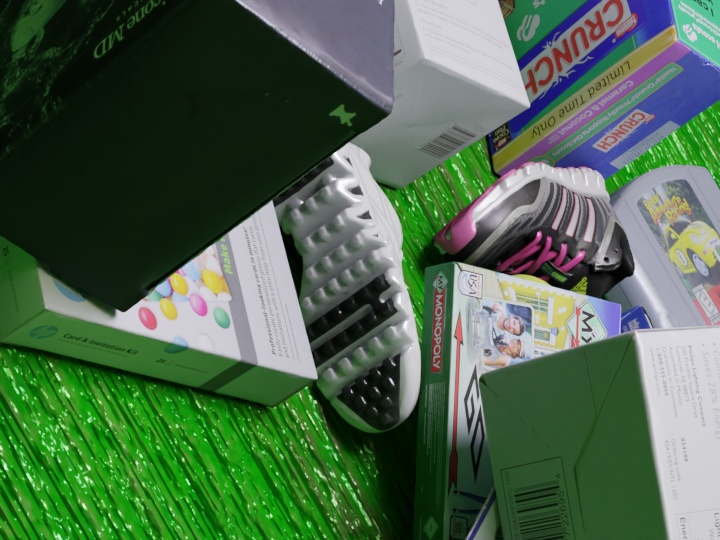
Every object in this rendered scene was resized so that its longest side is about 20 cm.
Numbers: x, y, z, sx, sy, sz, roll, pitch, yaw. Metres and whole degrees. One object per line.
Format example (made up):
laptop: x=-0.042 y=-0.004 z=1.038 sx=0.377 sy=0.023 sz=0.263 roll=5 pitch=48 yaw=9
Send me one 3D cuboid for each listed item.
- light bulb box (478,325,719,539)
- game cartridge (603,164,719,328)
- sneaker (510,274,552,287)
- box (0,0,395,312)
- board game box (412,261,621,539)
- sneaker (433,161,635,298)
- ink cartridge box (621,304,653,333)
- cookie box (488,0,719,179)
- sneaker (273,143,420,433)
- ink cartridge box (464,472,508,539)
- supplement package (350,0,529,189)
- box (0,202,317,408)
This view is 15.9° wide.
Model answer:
light bulb box: x=0.188 y=0.134 z=1.388 sx=0.199 sy=0.124 sz=0.200 roll=-2 pitch=80 yaw=-41
game cartridge: x=0.225 y=-0.006 z=1.824 sx=0.134 sy=0.041 sz=0.200 roll=56 pitch=31 yaw=5
sneaker: x=0.107 y=0.105 z=1.547 sx=0.083 sy=0.074 sz=0.201 roll=-19 pitch=81 yaw=-31
box: x=-0.088 y=-0.122 z=1.264 sx=0.117 sy=0.196 sz=0.201 roll=34 pitch=37 yaw=-30
board game box: x=0.089 y=0.106 z=1.461 sx=0.134 sy=0.029 sz=0.202 roll=13 pitch=73 yaw=-38
sneaker: x=0.120 y=-0.015 z=1.647 sx=0.088 sy=0.074 sz=0.200 roll=58 pitch=26 yaw=13
ink cartridge box: x=0.199 y=0.127 z=1.597 sx=0.094 sy=0.044 sz=0.201 roll=-77 pitch=143 yaw=-80
cookie box: x=0.159 y=-0.172 z=1.748 sx=0.075 sy=0.171 sz=0.201 roll=25 pitch=44 yaw=-37
sneaker: x=0.000 y=0.000 z=1.479 sx=0.081 sy=0.075 sz=0.201 roll=23 pitch=45 yaw=-55
ink cartridge box: x=0.114 y=0.200 z=1.418 sx=0.200 sy=0.043 sz=0.197 roll=47 pitch=54 yaw=-21
supplement package: x=0.009 y=-0.173 z=1.593 sx=0.109 sy=0.113 sz=0.201 roll=19 pitch=49 yaw=-48
box: x=-0.118 y=-0.019 z=1.357 sx=0.199 sy=0.041 sz=0.157 roll=17 pitch=49 yaw=-46
